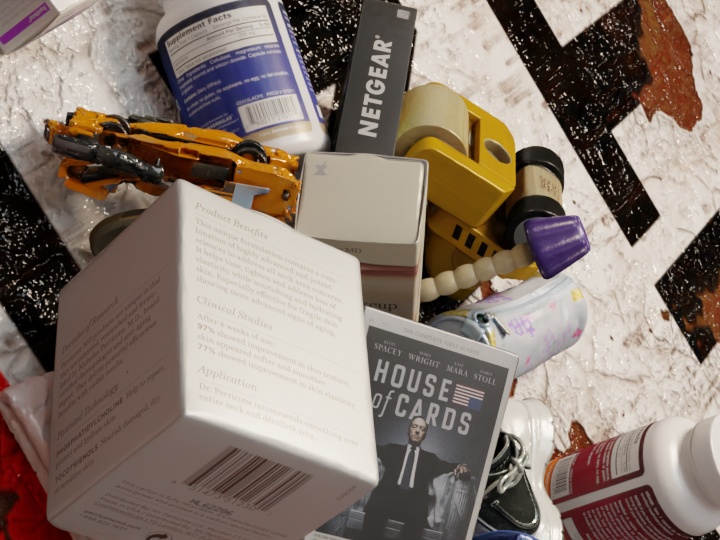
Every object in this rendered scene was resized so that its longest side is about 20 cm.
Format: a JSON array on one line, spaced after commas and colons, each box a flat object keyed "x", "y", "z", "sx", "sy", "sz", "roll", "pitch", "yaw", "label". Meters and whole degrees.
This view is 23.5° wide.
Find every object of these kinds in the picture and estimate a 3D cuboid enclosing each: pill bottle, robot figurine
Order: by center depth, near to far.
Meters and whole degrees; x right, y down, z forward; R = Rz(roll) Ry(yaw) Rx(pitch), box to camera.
[{"x": -0.147, "y": -0.081, "z": 1.342, "sx": 0.200, "sy": 0.058, "sz": 0.145, "roll": 10, "pitch": 14, "yaw": -6, "label": "robot figurine"}, {"x": -0.107, "y": -0.173, "z": 1.472, "sx": 0.116, "sy": 0.116, "sz": 0.200, "roll": -7, "pitch": 75, "yaw": -50, "label": "pill bottle"}, {"x": 0.271, "y": 0.204, "z": 1.624, "sx": 0.113, "sy": 0.200, "sz": 0.113, "roll": 26, "pitch": 52, "yaw": -38, "label": "pill bottle"}]

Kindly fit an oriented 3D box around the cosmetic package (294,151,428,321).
[{"x": 0.000, "y": 0.000, "z": 1.421, "sx": 0.200, "sy": 0.103, "sz": 0.087, "roll": 89, "pitch": 7, "yaw": -54, "label": "cosmetic package"}]

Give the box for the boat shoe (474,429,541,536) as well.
[{"x": 0.108, "y": 0.162, "z": 1.472, "sx": 0.199, "sy": 0.068, "sz": 0.074, "roll": 54, "pitch": 50, "yaw": -26, "label": "boat shoe"}]

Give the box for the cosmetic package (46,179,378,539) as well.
[{"x": -0.105, "y": 0.080, "z": 1.221, "sx": 0.167, "sy": 0.166, "sz": 0.200, "roll": 24, "pitch": 44, "yaw": -31, "label": "cosmetic package"}]

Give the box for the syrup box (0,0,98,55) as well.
[{"x": -0.288, "y": -0.278, "z": 1.351, "sx": 0.200, "sy": 0.081, "sz": 0.079, "roll": 57, "pitch": 40, "yaw": -9, "label": "syrup box"}]

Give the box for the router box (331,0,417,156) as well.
[{"x": 0.001, "y": -0.115, "z": 1.533, "sx": 0.052, "sy": 0.157, "sz": 0.200, "roll": 12, "pitch": 53, "yaw": -3, "label": "router box"}]

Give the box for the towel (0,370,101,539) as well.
[{"x": -0.149, "y": 0.143, "z": 1.286, "sx": 0.200, "sy": 0.032, "sz": 0.191, "roll": -17, "pitch": 71, "yaw": -52, "label": "towel"}]

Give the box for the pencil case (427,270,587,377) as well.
[{"x": 0.138, "y": 0.057, "z": 1.645, "sx": 0.083, "sy": 0.091, "sz": 0.200, "roll": 28, "pitch": 26, "yaw": 27, "label": "pencil case"}]

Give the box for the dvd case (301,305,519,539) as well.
[{"x": 0.036, "y": 0.142, "z": 1.353, "sx": 0.150, "sy": 0.025, "sz": 0.200, "roll": 18, "pitch": 84, "yaw": -27, "label": "dvd case"}]

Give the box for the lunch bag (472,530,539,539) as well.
[{"x": 0.128, "y": 0.328, "z": 1.442, "sx": 0.200, "sy": 0.136, "sz": 0.132, "roll": 43, "pitch": 43, "yaw": -26, "label": "lunch bag"}]

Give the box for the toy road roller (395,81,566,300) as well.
[{"x": 0.092, "y": -0.063, "z": 1.618, "sx": 0.200, "sy": 0.146, "sz": 0.123, "roll": 33, "pitch": 30, "yaw": -17, "label": "toy road roller"}]

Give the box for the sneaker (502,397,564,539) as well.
[{"x": 0.131, "y": 0.206, "z": 1.584, "sx": 0.087, "sy": 0.075, "sz": 0.200, "roll": 14, "pitch": 54, "yaw": -26, "label": "sneaker"}]

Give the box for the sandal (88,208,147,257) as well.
[{"x": -0.123, "y": 0.020, "z": 1.361, "sx": 0.200, "sy": 0.080, "sz": 0.054, "roll": 38, "pitch": 30, "yaw": -25, "label": "sandal"}]

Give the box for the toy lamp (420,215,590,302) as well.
[{"x": 0.107, "y": 0.001, "z": 1.549, "sx": 0.058, "sy": 0.200, "sz": 0.058, "roll": -22, "pitch": 90, "yaw": -79, "label": "toy lamp"}]
